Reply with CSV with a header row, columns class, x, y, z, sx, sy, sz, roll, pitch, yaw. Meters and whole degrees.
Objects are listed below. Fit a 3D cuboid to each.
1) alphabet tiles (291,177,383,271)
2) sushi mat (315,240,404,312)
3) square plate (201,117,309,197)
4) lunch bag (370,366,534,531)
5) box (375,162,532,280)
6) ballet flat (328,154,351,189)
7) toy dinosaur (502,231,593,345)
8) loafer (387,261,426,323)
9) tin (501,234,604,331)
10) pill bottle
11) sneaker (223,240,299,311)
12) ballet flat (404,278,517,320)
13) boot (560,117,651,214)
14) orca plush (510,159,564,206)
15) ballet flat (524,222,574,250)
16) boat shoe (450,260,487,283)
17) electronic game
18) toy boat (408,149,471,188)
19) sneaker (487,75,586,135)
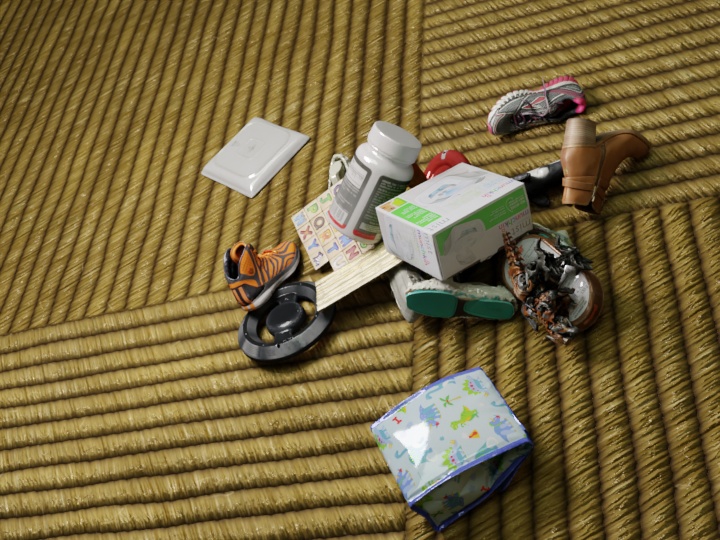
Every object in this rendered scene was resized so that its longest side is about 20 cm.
class,x,y,z,sx,sy,sz,roll,pitch,yaw
alphabet tiles,-0.035,-0.073,1.835,0.167,0.008,0.201,-35,61,15
sushi mat,0.000,0.000,1.724,0.199,0.012,0.096,-31,32,13
square plate,-0.245,-0.267,2.156,0.198,0.029,0.200,26,66,39
lunch bag,0.142,0.259,1.430,0.200,0.127,0.170,-38,44,5
box,0.160,-0.086,1.624,0.199,0.097,0.176,-28,29,-20
ballet flat,-0.046,-0.159,1.924,0.071,0.072,0.201,-13,48,16
toy dinosaur,0.285,0.021,1.516,0.200,0.136,0.102,43,42,10
loafer,0.077,0.020,1.713,0.070,0.070,0.200,-60,22,23
tin,0.316,0.019,1.574,0.112,0.042,0.200,-55,50,12
pill bottle,0.027,-0.159,1.720,0.201,0.113,0.114,-63,39,24
sneaker,-0.191,-0.022,1.829,0.077,0.112,0.200,-14,28,33
ballet flat,0.168,0.045,1.613,0.198,0.072,0.072,8,48,-8
boot,0.433,-0.177,1.693,0.074,0.199,0.156,-3,81,63
orca plush,0.338,-0.154,1.758,0.199,0.072,0.105,-21,-1,-5
ballet flat,0.319,-0.053,1.666,0.071,0.070,0.200,-24,38,-33
boat shoe,0.196,-0.038,1.701,0.062,0.075,0.201,-5,44,31
electronic game,-0.138,0.094,1.775,0.199,0.042,0.201,-16,38,13
toy boat,0.124,-0.154,1.783,0.130,0.131,0.200,2,50,52
sneaker,0.345,-0.317,1.866,0.199,0.081,0.075,-23,47,6
